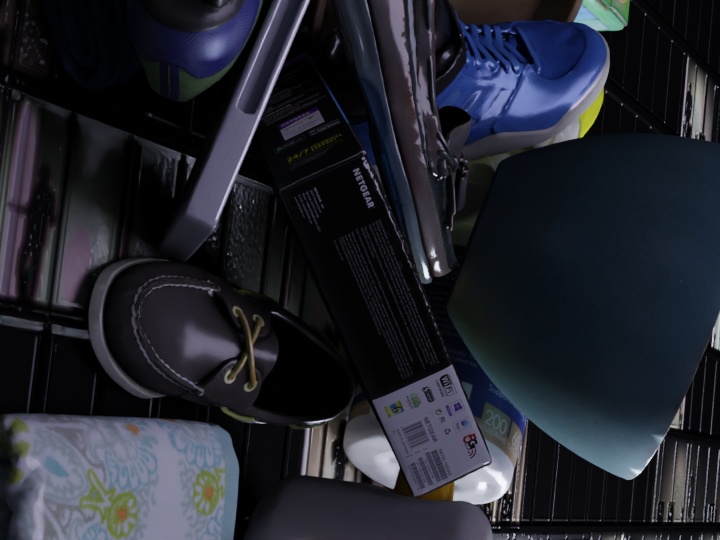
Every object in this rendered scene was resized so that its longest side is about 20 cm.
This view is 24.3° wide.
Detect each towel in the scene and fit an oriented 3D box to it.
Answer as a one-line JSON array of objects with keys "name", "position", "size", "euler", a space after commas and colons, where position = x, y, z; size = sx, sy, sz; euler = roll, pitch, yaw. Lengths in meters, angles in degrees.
[{"name": "towel", "position": [-0.088, -0.176, 0.814], "size": [0.200, 0.048, 0.112], "euler": [-53, 140, -49]}, {"name": "towel", "position": [-0.122, 0.169, 0.785], "size": [0.171, 0.048, 0.201], "euler": [13, 81, -65]}]

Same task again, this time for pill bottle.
[{"name": "pill bottle", "position": [0.065, 0.040, 1.082], "size": [0.111, 0.110, 0.201], "euler": [54, 46, -52]}]

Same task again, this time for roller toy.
[{"name": "roller toy", "position": [0.006, 0.209, 0.908], "size": [0.200, 0.139, 0.184], "euler": [-64, 160, -64]}]

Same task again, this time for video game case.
[{"name": "video game case", "position": [-0.047, -0.106, 0.806], "size": [0.143, 0.018, 0.201], "euler": [155, -42, -77]}]

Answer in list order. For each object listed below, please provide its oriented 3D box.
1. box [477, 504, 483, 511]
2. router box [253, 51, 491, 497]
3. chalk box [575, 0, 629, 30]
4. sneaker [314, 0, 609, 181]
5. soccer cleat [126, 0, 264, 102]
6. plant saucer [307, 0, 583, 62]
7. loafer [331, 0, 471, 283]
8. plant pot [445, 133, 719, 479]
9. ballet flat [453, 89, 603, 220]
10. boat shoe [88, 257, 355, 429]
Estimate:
[{"name": "box", "position": [0.041, 0.278, 1.138], "size": [0.200, 0.044, 0.161], "euler": [-51, 137, -50]}, {"name": "router box", "position": [0.000, 0.000, 0.899], "size": [0.149, 0.051, 0.201], "euler": [-116, -177, -61]}, {"name": "chalk box", "position": [0.114, -0.232, 1.141], "size": [0.124, 0.124, 0.201], "euler": [22, 75, -63]}, {"name": "sneaker", "position": [0.062, -0.125, 0.976], "size": [0.112, 0.199, 0.077], "euler": [89, -22, -53]}, {"name": "soccer cleat", "position": [-0.060, -0.163, 0.772], "size": [0.084, 0.064, 0.201], "euler": [108, 1, -53]}, {"name": "plant saucer", "position": [0.053, -0.169, 1.010], "size": [0.199, 0.029, 0.201], "euler": [-20, 135, -21]}, {"name": "loafer", "position": [0.034, -0.084, 0.888], "size": [0.072, 0.063, 0.201], "euler": [-109, -178, -59]}, {"name": "plant pot", "position": [0.127, 0.002, 0.967], "size": [0.200, 0.134, 0.201], "euler": [21, 90, -88]}, {"name": "ballet flat", "position": [0.083, -0.069, 1.044], "size": [0.199, 0.067, 0.067], "euler": [-24, 122, -18]}, {"name": "boat shoe", "position": [-0.067, 0.039, 0.867], "size": [0.201, 0.060, 0.072], "euler": [30, 67, -62]}]
